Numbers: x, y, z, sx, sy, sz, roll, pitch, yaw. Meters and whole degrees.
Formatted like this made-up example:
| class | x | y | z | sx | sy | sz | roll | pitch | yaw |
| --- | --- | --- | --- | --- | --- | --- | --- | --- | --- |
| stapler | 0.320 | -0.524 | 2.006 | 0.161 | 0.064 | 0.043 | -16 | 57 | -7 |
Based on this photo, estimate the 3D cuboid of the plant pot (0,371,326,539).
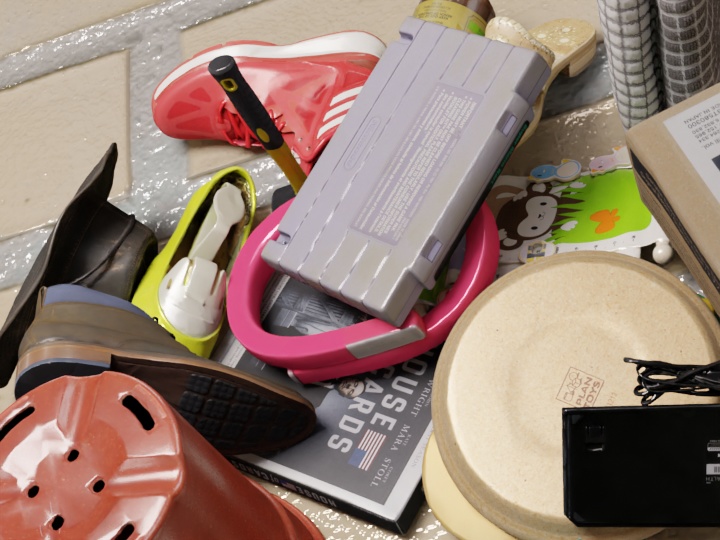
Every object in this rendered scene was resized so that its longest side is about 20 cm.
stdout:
| class | x | y | z | sx | sy | sz | roll | pitch | yaw |
| --- | --- | --- | --- | --- | --- | --- | --- | --- | --- |
| plant pot | -0.136 | 0.174 | 0.929 | 0.198 | 0.196 | 0.203 | -12 | 51 | 15 |

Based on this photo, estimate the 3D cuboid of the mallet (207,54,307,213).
| class | x | y | z | sx | sy | sz | roll | pitch | yaw |
| --- | --- | --- | --- | --- | --- | --- | --- | --- | --- |
| mallet | -0.049 | -0.087 | 1.089 | 0.065 | 0.201 | 0.042 | -7 | 58 | 10 |

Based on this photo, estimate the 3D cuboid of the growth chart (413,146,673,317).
| class | x | y | z | sx | sy | sz | roll | pitch | yaw |
| --- | --- | --- | --- | --- | --- | --- | --- | --- | --- |
| growth chart | 0.127 | -0.030 | 1.074 | 0.197 | 0.018 | 0.146 | -14 | 40 | 13 |

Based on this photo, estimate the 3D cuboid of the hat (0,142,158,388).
| class | x | y | z | sx | sy | sz | roll | pitch | yaw |
| --- | --- | --- | --- | --- | --- | --- | --- | --- | --- |
| hat | -0.195 | 0.013 | 1.137 | 0.080 | 0.201 | 0.202 | 28 | 63 | -5 |

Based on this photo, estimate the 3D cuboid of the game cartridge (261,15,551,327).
| class | x | y | z | sx | sy | sz | roll | pitch | yaw |
| --- | --- | --- | --- | --- | --- | --- | --- | --- | --- |
| game cartridge | 0.031 | -0.069 | 1.035 | 0.129 | 0.038 | 0.201 | 25 | 79 | 38 |

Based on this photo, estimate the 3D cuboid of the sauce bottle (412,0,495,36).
| class | x | y | z | sx | sy | sz | roll | pitch | yaw |
| --- | --- | --- | --- | --- | --- | --- | --- | --- | --- |
| sauce bottle | 0.045 | -0.117 | 1.157 | 0.064 | 0.065 | 0.202 | 9 | 69 | 29 |

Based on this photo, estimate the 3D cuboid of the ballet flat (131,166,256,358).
| class | x | y | z | sx | sy | sz | roll | pitch | yaw |
| --- | --- | --- | --- | --- | --- | --- | --- | --- | --- |
| ballet flat | -0.116 | -0.001 | 1.115 | 0.067 | 0.066 | 0.201 | -48 | 19 | 44 |

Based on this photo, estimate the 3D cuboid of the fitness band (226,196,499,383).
| class | x | y | z | sx | sy | sz | roll | pitch | yaw |
| --- | --- | --- | --- | --- | --- | --- | --- | --- | --- |
| fitness band | 0.000 | 0.000 | 1.060 | 0.198 | 0.037 | 0.145 | -14 | 52 | 23 |

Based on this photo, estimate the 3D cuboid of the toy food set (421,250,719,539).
| class | x | y | z | sx | sy | sz | roll | pitch | yaw |
| --- | --- | --- | --- | --- | --- | --- | --- | --- | --- |
| toy food set | 0.140 | 0.083 | 0.963 | 0.195 | 0.049 | 0.202 | 5 | 68 | 19 |

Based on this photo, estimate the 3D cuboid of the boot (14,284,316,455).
| class | x | y | z | sx | sy | sz | roll | pitch | yaw |
| --- | --- | --- | --- | --- | --- | --- | --- | --- | --- |
| boot | -0.126 | 0.058 | 1.019 | 0.198 | 0.075 | 0.097 | 13 | 34 | -20 |

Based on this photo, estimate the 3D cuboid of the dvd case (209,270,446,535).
| class | x | y | z | sx | sy | sz | roll | pitch | yaw |
| --- | --- | --- | --- | --- | --- | --- | --- | --- | --- |
| dvd case | -0.019 | 0.082 | 1.062 | 0.198 | 0.025 | 0.151 | 16 | 63 | 33 |

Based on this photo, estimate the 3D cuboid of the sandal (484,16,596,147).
| class | x | y | z | sx | sy | sz | roll | pitch | yaw |
| --- | --- | --- | --- | --- | --- | --- | --- | --- | --- |
| sandal | 0.105 | -0.152 | 1.103 | 0.077 | 0.070 | 0.212 | 13 | 37 | 30 |

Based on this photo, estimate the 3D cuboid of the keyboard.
| class | x | y | z | sx | sy | sz | roll | pitch | yaw |
| --- | --- | --- | --- | --- | --- | --- | --- | --- | --- |
| keyboard | 0.215 | 0.094 | 0.894 | 0.197 | 0.106 | 0.040 | -1 | 19 | 4 |

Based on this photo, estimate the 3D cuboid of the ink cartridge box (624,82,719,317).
| class | x | y | z | sx | sy | sz | roll | pitch | yaw |
| --- | --- | --- | --- | --- | --- | --- | --- | --- | --- |
| ink cartridge box | 0.284 | -0.055 | 0.934 | 0.198 | 0.075 | 0.166 | -27 | 48 | 1 |

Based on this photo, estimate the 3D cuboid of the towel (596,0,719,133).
| class | x | y | z | sx | sy | sz | roll | pitch | yaw |
| --- | --- | --- | --- | --- | --- | --- | --- | --- | --- |
| towel | 0.217 | -0.219 | 1.095 | 0.084 | 0.166 | 0.202 | -2 | 55 | 18 |

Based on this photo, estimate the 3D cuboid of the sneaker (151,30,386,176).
| class | x | y | z | sx | sy | sz | roll | pitch | yaw |
| --- | --- | --- | --- | --- | --- | --- | --- | --- | --- |
| sneaker | -0.072 | -0.116 | 1.201 | 0.197 | 0.079 | 0.117 | -14 | 49 | 15 |

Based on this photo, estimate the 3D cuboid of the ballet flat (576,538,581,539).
| class | x | y | z | sx | sy | sz | roll | pitch | yaw |
| --- | --- | --- | --- | --- | --- | --- | --- | --- | --- |
| ballet flat | 0.060 | 0.225 | 0.900 | 0.198 | 0.069 | 0.072 | -25 | 75 | 4 |
